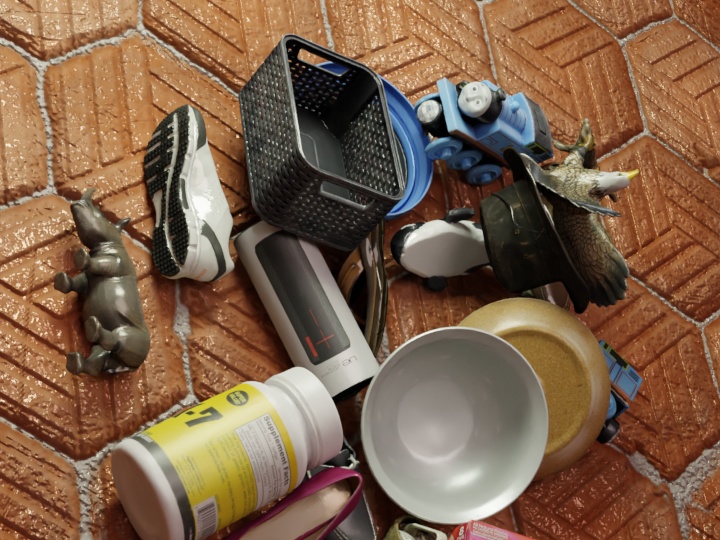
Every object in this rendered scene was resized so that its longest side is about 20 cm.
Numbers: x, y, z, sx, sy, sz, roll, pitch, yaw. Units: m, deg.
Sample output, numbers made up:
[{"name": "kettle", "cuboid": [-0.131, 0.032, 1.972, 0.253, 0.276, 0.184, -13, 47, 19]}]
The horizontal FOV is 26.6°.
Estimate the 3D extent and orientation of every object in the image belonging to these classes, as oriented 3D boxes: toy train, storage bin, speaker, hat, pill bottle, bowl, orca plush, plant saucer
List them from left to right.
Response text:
[{"name": "pill bottle", "cuboid": [-0.122, 0.173, 1.424, 0.199, 0.114, 0.115, -25, 80, -30]}, {"name": "speaker", "cuboid": [-0.055, 0.042, 1.592, 0.081, 0.081, 0.201, -19, 77, -40]}, {"name": "storage bin", "cuboid": [-0.043, -0.135, 1.607, 0.134, 0.094, 0.201, 19, 44, -32]}, {"name": "bowl", "cuboid": [-0.007, -0.145, 1.757, 0.199, 0.039, 0.202, 17, 56, -27]}, {"name": "bowl", "cuboid": [0.087, 0.158, 1.578, 0.199, 0.090, 0.203, 0, 89, -14]}, {"name": "orca plush", "cuboid": [0.108, -0.045, 1.761, 0.199, 0.106, 0.071, -19, 40, -27]}, {"name": "toy train", "cuboid": [0.145, -0.170, 1.801, 0.200, 0.114, 0.087, 24, 47, -56]}, {"name": "hat", "cuboid": [0.176, -0.031, 1.683, 0.080, 0.201, 0.202, -26, 79, -1]}, {"name": "plant saucer", "cuboid": [0.177, 0.132, 1.652, 0.198, 0.035, 0.202, 0, 92, -2]}, {"name": "toy train", "cuboid": [0.226, 0.109, 1.743, 0.200, 0.087, 0.114, 43, 40, -3]}]

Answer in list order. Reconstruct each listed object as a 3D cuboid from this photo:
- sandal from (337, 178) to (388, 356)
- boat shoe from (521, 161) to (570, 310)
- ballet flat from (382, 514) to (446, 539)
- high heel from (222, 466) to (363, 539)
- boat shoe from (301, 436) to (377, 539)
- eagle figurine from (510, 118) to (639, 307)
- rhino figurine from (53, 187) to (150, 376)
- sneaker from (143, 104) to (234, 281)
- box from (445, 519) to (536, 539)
[{"name": "sandal", "cuboid": [0.000, 0.000, 1.655, 0.054, 0.082, 0.202, -4, 82, 6]}, {"name": "boat shoe", "cuboid": [0.229, -0.041, 1.841, 0.074, 0.075, 0.204, 11, 59, -30]}, {"name": "ballet flat", "cuboid": [0.073, 0.291, 1.472, 0.070, 0.200, 0.071, -6, 106, -20]}, {"name": "high heel", "cuboid": [-0.078, 0.258, 1.423, 0.199, 0.096, 0.068, -34, 86, -27]}, {"name": "boat shoe", "cuboid": [-0.035, 0.200, 1.527, 0.072, 0.063, 0.201, -21, 78, -41]}, {"name": "eagle figurine", "cuboid": [0.250, -0.077, 1.733, 0.151, 0.151, 0.201, 26, 45, -10]}, {"name": "rhino figurine", "cuboid": [-0.251, 0.010, 1.482, 0.087, 0.060, 0.202, 18, 53, -50]}, {"name": "sneaker", "cuboid": [-0.176, -0.077, 1.590, 0.080, 0.073, 0.202, 18, 59, -43]}, {"name": "box", "cuboid": [0.164, 0.338, 1.566, 0.199, 0.100, 0.096, 21, 55, -24]}]
